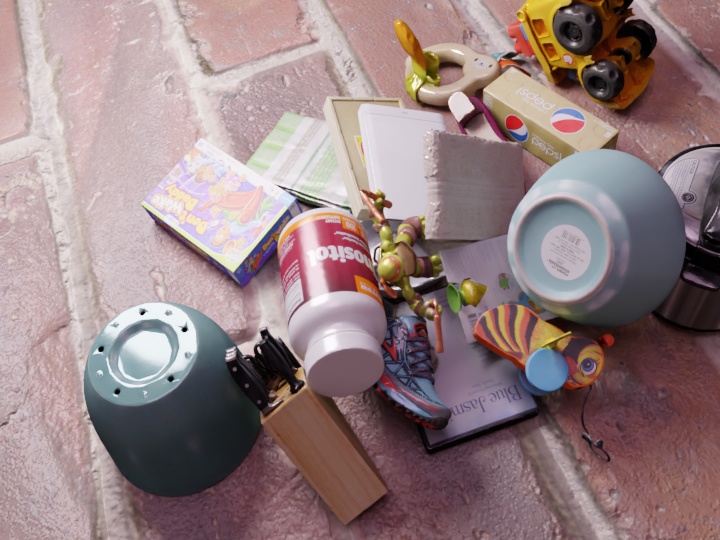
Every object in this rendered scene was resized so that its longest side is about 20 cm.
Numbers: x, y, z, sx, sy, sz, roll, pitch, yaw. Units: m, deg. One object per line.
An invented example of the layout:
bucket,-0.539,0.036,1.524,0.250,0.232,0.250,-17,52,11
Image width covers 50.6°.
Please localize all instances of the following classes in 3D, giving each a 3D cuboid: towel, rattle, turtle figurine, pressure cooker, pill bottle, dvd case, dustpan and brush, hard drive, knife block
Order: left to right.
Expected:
knife block,-0.066,0.160,0.822,0.064,0.176,0.201,-36,58,1
towel,-0.063,-0.161,1.140,0.197,0.031,0.150,20,58,22
pill bottle,-0.031,0.035,0.865,0.111,0.114,0.202,-12,48,-1
dustpan and brush,0.000,0.000,0.997,0.198,0.058,0.140,-34,58,-15
turtle figurine,0.054,-0.004,0.899,0.064,0.161,0.203,-29,90,22
hard drive,0.071,-0.141,1.053,0.129,0.027,0.203,4,57,-19
dvd case,0.113,0.110,0.933,0.140,0.018,0.202,-17,56,-5
rattle,0.159,-0.343,1.167,0.196,0.145,0.131,-6,36,11
towel,0.145,-0.103,0.961,0.034,0.198,0.136,-4,88,44
pressure cooker,0.414,-0.048,0.890,0.175,0.201,0.178,-16,56,-4

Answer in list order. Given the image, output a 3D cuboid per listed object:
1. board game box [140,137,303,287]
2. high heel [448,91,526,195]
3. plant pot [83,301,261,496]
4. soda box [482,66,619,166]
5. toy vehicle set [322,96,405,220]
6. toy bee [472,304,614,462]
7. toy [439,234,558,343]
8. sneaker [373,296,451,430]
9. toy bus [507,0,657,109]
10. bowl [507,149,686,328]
board game box,-0.196,-0.086,1.080,0.198,0.045,0.135,32,74,26
high heel,0.195,-0.166,1.099,0.067,0.096,0.203,-27,75,23
plant pot,-0.224,0.131,0.877,0.196,0.162,0.204,-4,54,5
soda box,0.270,-0.210,1.103,0.067,0.064,0.200,-38,60,-18
toy vehicle set,0.028,-0.163,1.085,0.122,0.027,0.203,-3,59,-22
toy bee,0.229,0.100,0.871,0.109,0.131,0.200,-45,100,-9
toy,0.195,0.014,0.957,0.196,0.047,0.117,-13,79,-23
sneaker,0.047,0.096,0.886,0.096,0.079,0.200,-47,51,3
toy bus,0.320,-0.344,1.145,0.136,0.201,0.190,-47,27,-25
bowl,0.240,-0.030,0.837,0.200,0.203,0.104,41,30,29
